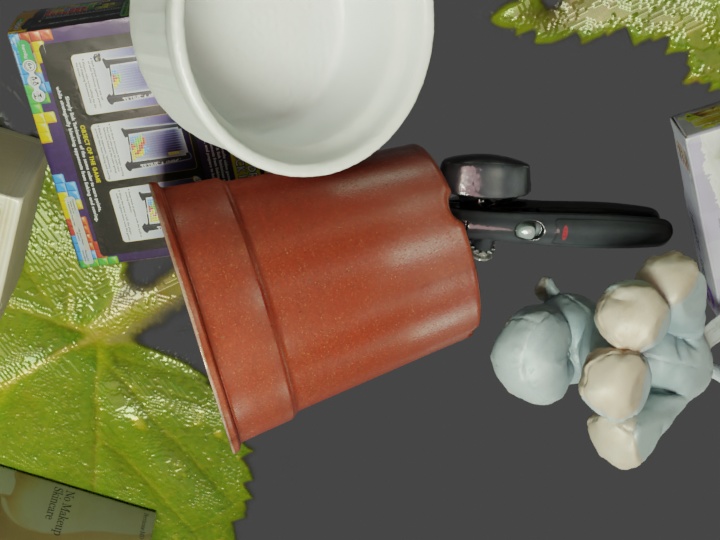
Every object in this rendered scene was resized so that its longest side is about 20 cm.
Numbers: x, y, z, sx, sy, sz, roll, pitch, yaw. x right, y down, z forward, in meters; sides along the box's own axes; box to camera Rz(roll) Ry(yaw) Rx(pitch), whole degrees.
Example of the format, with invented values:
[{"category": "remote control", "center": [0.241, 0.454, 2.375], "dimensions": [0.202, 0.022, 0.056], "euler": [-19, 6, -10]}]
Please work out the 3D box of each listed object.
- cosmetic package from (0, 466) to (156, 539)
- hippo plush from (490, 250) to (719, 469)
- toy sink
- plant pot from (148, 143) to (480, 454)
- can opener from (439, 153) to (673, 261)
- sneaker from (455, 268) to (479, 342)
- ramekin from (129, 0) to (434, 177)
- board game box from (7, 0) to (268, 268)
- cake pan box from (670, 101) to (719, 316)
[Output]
[{"category": "cosmetic package", "center": [-0.305, 0.260, 1.027], "dimensions": [0.200, 0.105, 0.071], "euler": [19, 119, -14]}, {"category": "hippo plush", "center": [0.198, 0.048, 0.885], "dimensions": [0.200, 0.161, 0.160], "euler": [-25, 121, -38]}, {"category": "toy sink", "center": [-0.359, -0.051, 0.830], "dimensions": [0.200, 0.112, 0.131], "euler": [17, 119, -12]}, {"category": "plant pot", "center": [-0.029, 0.006, 0.779], "dimensions": [0.195, 0.201, 0.201], "euler": [-17, 122, -9]}, {"category": "can opener", "center": [0.157, -0.042, 0.876], "dimensions": [0.200, 0.063, 0.079], "euler": [8, 120, -6]}, {"category": "sneaker", "center": [0.000, 0.000, 0.905], "dimensions": [0.200, 0.079, 0.096], "euler": [7, 104, -10]}, {"category": "ramekin", "center": [-0.057, -0.168, 0.727], "dimensions": [0.200, 0.098, 0.201], "euler": [-10, 107, -35]}, {"category": "board game box", "center": [-0.159, -0.109, 0.832], "dimensions": [0.165, 0.057, 0.200], "euler": [-8, 121, 1]}, {"category": "cake pan box", "center": [0.362, -0.061, 0.878], "dimensions": [0.184, 0.052, 0.200], "euler": [-15, 121, 10]}]
